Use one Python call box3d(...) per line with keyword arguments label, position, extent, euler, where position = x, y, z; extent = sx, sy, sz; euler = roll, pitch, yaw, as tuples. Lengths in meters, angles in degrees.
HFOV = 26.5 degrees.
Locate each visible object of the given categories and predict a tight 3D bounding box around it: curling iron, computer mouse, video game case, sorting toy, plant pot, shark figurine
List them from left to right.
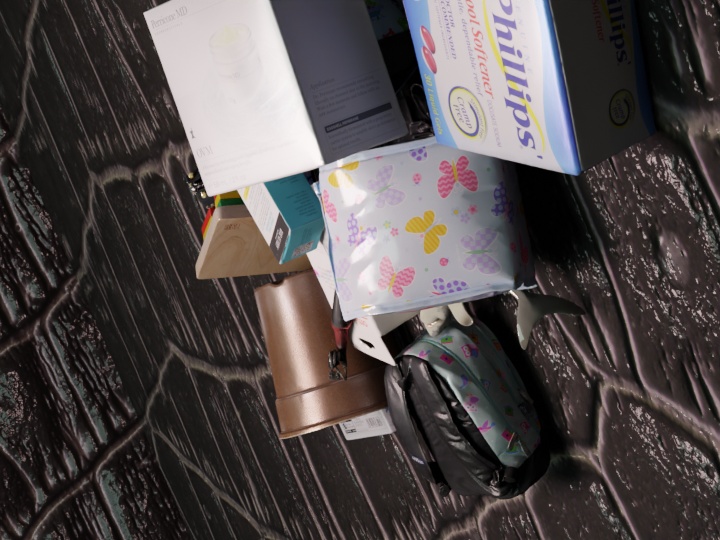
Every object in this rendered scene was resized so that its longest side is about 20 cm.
box3d(label="sorting toy", position=(-0.107, -0.064, 1.983), extent=(0.200, 0.197, 0.070), euler=(121, 141, -64))
box3d(label="plant pot", position=(-0.041, 0.096, 2.006), extent=(0.200, 0.199, 0.200), euler=(-25, 82, 68))
box3d(label="curling iron", position=(-0.021, 0.067, 1.734), extent=(0.200, 0.025, 0.050), euler=(97, 174, -58))
box3d(label="video game case", position=(-0.019, 0.156, 2.223), extent=(0.183, 0.022, 0.200), euler=(65, 159, 0))
box3d(label="computer mouse", position=(0.058, -0.137, 1.685), extent=(0.200, 0.052, 0.140), euler=(-13, 81, 62))
box3d(label="shark figurine", position=(0.136, 0.005, 1.622), extent=(0.214, 0.089, 0.129), euler=(-1, 110, 55))

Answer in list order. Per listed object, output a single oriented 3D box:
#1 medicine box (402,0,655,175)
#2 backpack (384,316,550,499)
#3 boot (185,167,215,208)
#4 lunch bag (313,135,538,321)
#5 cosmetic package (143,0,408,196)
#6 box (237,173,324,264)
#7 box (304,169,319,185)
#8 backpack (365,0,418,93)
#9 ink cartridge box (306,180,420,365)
box3d(label="medicine box", position=(0.143, -0.198, 1.339), extent=(0.200, 0.103, 0.183), euler=(20, 131, 52))
box3d(label="backpack", position=(0.119, 0.155, 1.752), extent=(0.167, 0.126, 0.201), euler=(-15, 109, 54))
box3d(label="boot", position=(-0.156, -0.139, 1.952), extent=(0.074, 0.153, 0.203), euler=(61, -170, 10))
box3d(label="lunch bag", position=(0.061, -0.047, 1.531), extent=(0.127, 0.199, 0.171), euler=(-1, -101, -74))
box3d(label="cosmetic package", position=(-0.086, -0.196, 1.501), extent=(0.199, 0.123, 0.201), euler=(-10, 100, 50))
box3d(label="box", position=(-0.109, -0.114, 1.675), extent=(0.201, 0.049, 0.082), euler=(59, 157, 18))
box3d(label="box", position=(-0.065, -0.179, 1.792), extent=(0.049, 0.160, 0.201), euler=(2, 118, 33))
box3d(label="backpack", position=(-0.031, -0.259, 1.622), extent=(0.201, 0.147, 0.183), euler=(55, 144, 11))
box3d(label="ink cartridge box", position=(0.000, 0.000, 1.731), extent=(0.116, 0.067, 0.201), euler=(21, 139, 62))
